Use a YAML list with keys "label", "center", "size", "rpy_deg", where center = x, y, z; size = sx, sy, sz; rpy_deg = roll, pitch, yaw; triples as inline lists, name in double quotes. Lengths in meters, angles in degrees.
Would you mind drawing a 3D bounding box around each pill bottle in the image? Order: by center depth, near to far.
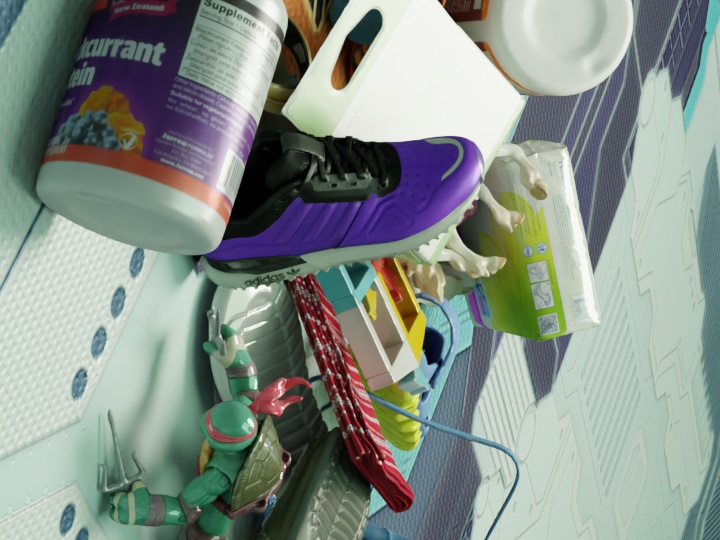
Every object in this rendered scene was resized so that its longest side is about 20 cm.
- label: "pill bottle"
  center: [-0.107, -0.119, 1.414]
  size: [0.111, 0.111, 0.200]
  rpy_deg: [50, 53, -66]
- label: "pill bottle"
  center: [0.113, -0.188, 1.850]
  size: [0.200, 0.114, 0.114]
  rpy_deg: [-167, -92, -69]

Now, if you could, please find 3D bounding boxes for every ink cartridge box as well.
- label: "ink cartridge box"
  center: [0.021, -0.114, 1.686]
  size: [0.200, 0.048, 0.146]
  rpy_deg: [44, 71, -42]

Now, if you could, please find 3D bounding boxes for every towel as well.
- label: "towel"
  center: [-0.012, 0.067, 1.733]
  size: [0.145, 0.022, 0.200]
  rpy_deg: [60, 9, -67]

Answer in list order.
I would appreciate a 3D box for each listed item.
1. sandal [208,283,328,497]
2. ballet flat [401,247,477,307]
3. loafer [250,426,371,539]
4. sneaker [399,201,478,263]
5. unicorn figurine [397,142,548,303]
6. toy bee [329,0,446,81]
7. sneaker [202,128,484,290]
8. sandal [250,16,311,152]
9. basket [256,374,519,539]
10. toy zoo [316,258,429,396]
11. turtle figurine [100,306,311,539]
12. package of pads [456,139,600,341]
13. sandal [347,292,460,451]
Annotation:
- label: "sandal"
  center: [-0.074, 0.083, 1.714]
  size: [0.082, 0.050, 0.203]
  rpy_deg: [-41, 129, -37]
- label: "ballet flat"
  center: [0.053, 0.002, 1.980]
  size: [0.200, 0.072, 0.068]
  rpy_deg: [-29, 128, -65]
- label: "loafer"
  center: [-0.053, 0.191, 1.685]
  size: [0.075, 0.070, 0.200]
  rpy_deg: [61, 41, -40]
- label: "sneaker"
  center: [0.021, -0.057, 1.890]
  size: [0.200, 0.079, 0.095]
  rpy_deg: [-39, 115, -62]
- label: "unicorn figurine"
  center: [0.065, -0.072, 1.824]
  size: [0.074, 0.137, 0.200]
  rpy_deg: [-47, -174, 34]
- label: "toy bee"
  center: [0.033, -0.194, 1.763]
  size: [0.200, 0.109, 0.131]
  rpy_deg: [57, 48, -64]
- label: "sneaker"
  center: [-0.020, -0.055, 1.592]
  size: [0.100, 0.200, 0.070]
  rpy_deg: [67, 6, -46]
- label: "sandal"
  center: [-0.061, -0.142, 1.611]
  size: [0.200, 0.054, 0.080]
  rpy_deg: [79, 29, -46]
- label: "basket"
  center: [0.004, 0.195, 1.822]
  size: [0.139, 0.176, 0.200]
  rpy_deg: [-37, 150, -82]
- label: "toy zoo"
  center: [0.000, 0.000, 1.738]
  size: [0.200, 0.020, 0.131]
  rpy_deg: [65, 18, -13]
- label: "turtle figurine"
  center: [-0.098, 0.123, 1.598]
  size: [0.150, 0.101, 0.200]
  rpy_deg: [-49, 160, -29]
- label: "package of pads"
  center: [0.128, -0.029, 1.993]
  size: [0.200, 0.068, 0.155]
  rpy_deg: [-169, -113, -76]
- label: "sandal"
  center: [0.037, 0.077, 1.901]
  size: [0.087, 0.079, 0.200]
  rpy_deg: [-49, 172, -19]
